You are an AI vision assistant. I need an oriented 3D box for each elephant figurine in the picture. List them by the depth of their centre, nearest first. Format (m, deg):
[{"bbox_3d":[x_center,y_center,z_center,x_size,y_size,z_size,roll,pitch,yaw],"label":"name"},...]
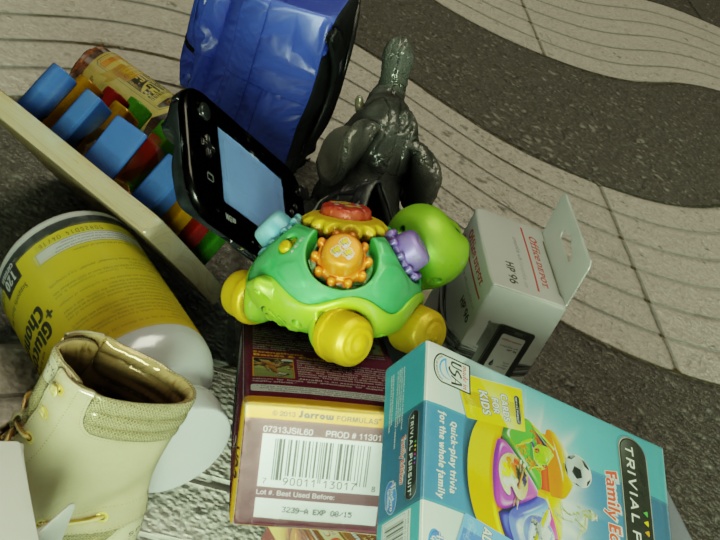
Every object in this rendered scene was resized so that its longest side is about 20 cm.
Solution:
[{"bbox_3d":[0.010,-0.101,1.181,0.155,0.200,0.141,43,33,24],"label":"elephant figurine"}]

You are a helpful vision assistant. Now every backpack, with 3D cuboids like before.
[{"bbox_3d":[-0.096,-0.208,1.265,0.167,0.200,0.163,20,32,7],"label":"backpack"}]

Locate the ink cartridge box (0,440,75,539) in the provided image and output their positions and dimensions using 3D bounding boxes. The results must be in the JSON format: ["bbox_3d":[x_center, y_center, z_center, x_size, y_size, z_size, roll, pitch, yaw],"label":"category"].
[{"bbox_3d":[-0.251,0.171,0.629,0.200,0.129,0.125,7,36,-30],"label":"ink cartridge box"}]

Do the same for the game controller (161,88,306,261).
[{"bbox_3d":[-0.089,-0.060,0.952,0.200,0.042,0.105,37,32,-61],"label":"game controller"}]

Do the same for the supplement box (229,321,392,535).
[{"bbox_3d":[-0.033,0.103,0.868,0.110,0.086,0.200,6,12,-7],"label":"supplement box"}]

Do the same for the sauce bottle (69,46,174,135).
[{"bbox_3d":[-0.198,-0.146,1.220,0.200,0.066,0.066,35,31,11],"label":"sauce bottle"}]

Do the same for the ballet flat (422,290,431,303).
[{"bbox_3d":[0.081,0.003,1.214,0.200,0.070,0.069,-10,46,-46],"label":"ballet flat"}]

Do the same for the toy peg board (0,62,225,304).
[{"bbox_3d":[-0.185,-0.091,1.010,0.200,0.098,0.199,37,-8,16],"label":"toy peg board"}]

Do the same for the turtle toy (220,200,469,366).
[{"bbox_3d":[0.000,0.000,0.917,0.200,0.101,0.146,-3,16,-44],"label":"turtle toy"}]

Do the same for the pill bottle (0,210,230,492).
[{"bbox_3d":[-0.174,0.057,0.880,0.112,0.112,0.200,-3,41,-41],"label":"pill bottle"}]

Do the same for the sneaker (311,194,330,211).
[{"bbox_3d":[-0.049,0.031,1.071,0.077,0.085,0.200,40,45,-27],"label":"sneaker"}]

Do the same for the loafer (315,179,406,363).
[{"bbox_3d":[0.011,0.021,1.017,0.068,0.070,0.201,6,65,-44],"label":"loafer"}]

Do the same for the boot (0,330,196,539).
[{"bbox_3d":[-0.212,0.100,0.741,0.200,0.156,0.073,18,31,-16],"label":"boot"}]

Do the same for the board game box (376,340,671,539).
[{"bbox_3d":[0.105,0.149,0.755,0.200,0.047,0.151,25,48,-24],"label":"board game box"}]

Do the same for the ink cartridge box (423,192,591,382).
[{"bbox_3d":[0.104,0.033,1.007,0.068,0.200,0.116,18,31,-15],"label":"ink cartridge box"}]

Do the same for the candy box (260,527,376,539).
[{"bbox_3d":[0.042,0.205,0.886,0.200,0.057,0.117,-4,43,-40],"label":"candy box"}]

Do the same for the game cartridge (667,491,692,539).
[{"bbox_3d":[0.149,0.193,0.821,0.200,0.040,0.134,-5,67,-42],"label":"game cartridge"}]
